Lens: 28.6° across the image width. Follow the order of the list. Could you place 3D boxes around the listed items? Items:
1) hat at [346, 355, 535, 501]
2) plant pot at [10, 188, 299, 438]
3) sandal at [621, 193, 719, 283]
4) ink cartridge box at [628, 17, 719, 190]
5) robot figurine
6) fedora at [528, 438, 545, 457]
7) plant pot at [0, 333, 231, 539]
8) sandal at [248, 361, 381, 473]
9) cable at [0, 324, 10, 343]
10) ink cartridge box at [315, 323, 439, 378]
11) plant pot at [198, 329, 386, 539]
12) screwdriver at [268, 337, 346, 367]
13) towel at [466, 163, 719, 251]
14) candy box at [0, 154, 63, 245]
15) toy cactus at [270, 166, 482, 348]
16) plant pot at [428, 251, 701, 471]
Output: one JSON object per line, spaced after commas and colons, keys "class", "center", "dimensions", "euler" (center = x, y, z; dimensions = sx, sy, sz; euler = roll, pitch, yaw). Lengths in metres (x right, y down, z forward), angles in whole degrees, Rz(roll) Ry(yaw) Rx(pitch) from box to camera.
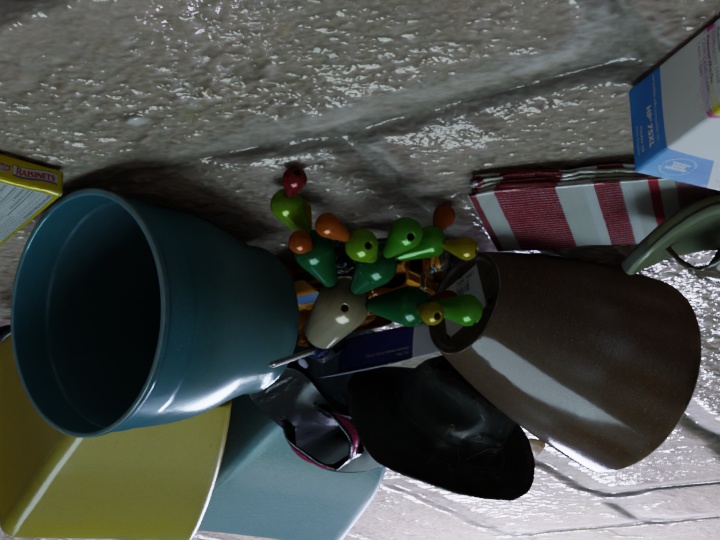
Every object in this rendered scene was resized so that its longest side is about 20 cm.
{"class": "hat", "center": [0.090, 0.128, 1.331], "dimensions": [0.200, 0.201, 0.081], "euler": [12, 124, -25]}
{"class": "plant pot", "center": [-0.160, 0.038, 1.197], "dimensions": [0.200, 0.200, 0.188], "euler": [-18, 165, 40]}
{"class": "sandal", "center": [0.304, -0.022, 1.124], "dimensions": [0.201, 0.057, 0.080], "euler": [-7, 155, -20]}
{"class": "ink cartridge box", "center": [0.279, -0.121, 0.915], "dimensions": [0.116, 0.067, 0.200], "euler": [10, 156, -21]}
{"class": "robot figurine", "center": [-0.001, 0.019, 1.296], "dimensions": [0.200, 0.058, 0.145], "euler": [-15, 156, 35]}
{"class": "fedora", "center": [0.122, 0.196, 1.708], "dimensions": [0.200, 0.082, 0.201], "euler": [-4, 159, -2]}
{"class": "plant pot", "center": [-0.231, 0.123, 1.348], "dimensions": [0.200, 0.200, 0.176], "euler": [9, 134, -33]}
{"class": "sandal", "center": [-0.038, 0.151, 1.323], "dimensions": [0.075, 0.045, 0.200], "euler": [-33, 137, 12]}
{"class": "cable", "center": [-0.314, 0.094, 1.528], "dimensions": [0.200, 0.051, 0.163], "euler": [-10, 161, 16]}
{"class": "ink cartridge box", "center": [0.053, 0.068, 1.350], "dimensions": [0.095, 0.037, 0.200], "euler": [-14, 179, 40]}
{"class": "plant pot", "center": [-0.071, 0.148, 1.466], "dimensions": [0.196, 0.197, 0.200], "euler": [12, 141, -26]}
{"class": "screwdriver", "center": [-0.045, 0.075, 1.221], "dimensions": [0.028, 0.029, 0.200], "euler": [-34, 179, 13]}
{"class": "towel", "center": [0.198, -0.052, 1.159], "dimensions": [0.200, 0.023, 0.144], "euler": [-4, 159, 15]}
{"class": "candy box", "center": [-0.334, -0.052, 1.178], "dimensions": [0.102, 0.026, 0.200], "euler": [12, 156, -32]}
{"class": "toy cactus", "center": [0.000, 0.000, 1.178], "dimensions": [0.200, 0.102, 0.165], "euler": [23, 134, -16]}
{"class": "plant pot", "center": [0.164, 0.061, 1.255], "dimensions": [0.200, 0.187, 0.187], "euler": [24, 150, -30]}
